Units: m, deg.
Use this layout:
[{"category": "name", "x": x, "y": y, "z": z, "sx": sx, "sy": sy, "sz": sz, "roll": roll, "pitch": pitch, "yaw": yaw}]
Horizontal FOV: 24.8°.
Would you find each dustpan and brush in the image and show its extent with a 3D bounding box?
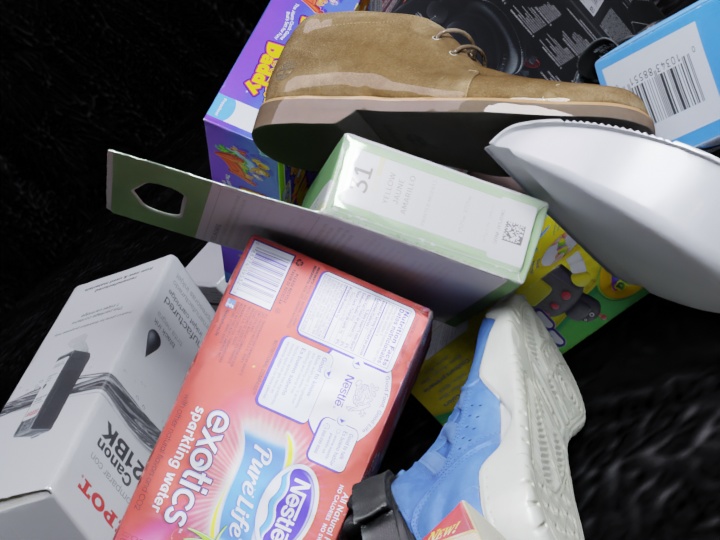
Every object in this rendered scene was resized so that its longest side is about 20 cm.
[{"category": "dustpan and brush", "x": 0.166, "y": -0.020, "z": 0.715, "sx": 0.199, "sy": 0.139, "sz": 0.058, "roll": 26, "pitch": 80, "yaw": 48}]

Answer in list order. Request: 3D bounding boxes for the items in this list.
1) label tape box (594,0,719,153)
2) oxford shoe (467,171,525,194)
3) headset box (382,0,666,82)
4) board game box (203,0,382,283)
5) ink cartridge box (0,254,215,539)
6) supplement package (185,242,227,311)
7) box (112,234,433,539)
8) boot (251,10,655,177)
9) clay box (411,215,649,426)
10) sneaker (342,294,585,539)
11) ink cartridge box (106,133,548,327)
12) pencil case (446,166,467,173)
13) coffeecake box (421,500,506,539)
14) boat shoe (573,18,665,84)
[{"category": "label tape box", "x": 0.234, "y": -0.113, "z": 0.783, "sx": 0.199, "sy": 0.064, "sz": 0.144, "roll": -16, "pitch": -5, "yaw": -34}, {"category": "oxford shoe", "x": 0.068, "y": -0.021, "z": 1.007, "sx": 0.073, "sy": 0.071, "sz": 0.200, "roll": -57, "pitch": -3, "yaw": -19}, {"category": "headset box", "x": 0.100, "y": -0.161, "z": 1.173, "sx": 0.199, "sy": 0.149, "sz": 0.075, "roll": -30, "pitch": 19, "yaw": 47}, {"category": "board game box", "x": -0.036, "y": -0.081, "z": 0.949, "sx": 0.200, "sy": 0.044, "sz": 0.135, "roll": 92, "pitch": -157, "yaw": -65}, {"category": "ink cartridge box", "x": -0.130, "y": 0.113, "z": 0.930, "sx": 0.083, "sy": 0.145, "sz": 0.201, "roll": -17, "pitch": 30, "yaw": 29}, {"category": "supplement package", "x": -0.021, "y": -0.025, "z": 1.212, "sx": 0.200, "sy": 0.111, "sz": 0.156, "roll": -49, "pitch": 14, "yaw": -12}, {"category": "box", "x": -0.046, "y": 0.099, "z": 0.804, "sx": 0.096, "sy": 0.099, "sz": 0.202, "roll": 81, "pitch": -148, "yaw": -77}, {"category": "boot", "x": 0.046, "y": -0.090, "z": 0.788, "sx": 0.198, "sy": 0.074, "sz": 0.076, "roll": 5, "pitch": 67, "yaw": 21}, {"category": "clay box", "x": 0.116, "y": -0.005, "z": 0.893, "sx": 0.199, "sy": 0.048, "sz": 0.115, "roll": -37, "pitch": 14, "yaw": 27}, {"category": "sneaker", "x": 0.044, "y": 0.092, "z": 0.765, "sx": 0.111, "sy": 0.077, "sz": 0.201, "roll": -29, "pitch": 25, "yaw": 20}, {"category": "ink cartridge box", "x": -0.023, "y": -0.031, "z": 0.803, "sx": 0.146, "sy": 0.198, "sz": 0.048, "roll": 135, "pitch": 154, "yaw": -77}, {"category": "pencil case", "x": 0.000, "y": 0.000, "z": 0.953, "sx": 0.090, "sy": 0.083, "sz": 0.202, "roll": -15, "pitch": -50, "yaw": -53}, {"category": "coffeecake box", "x": 0.001, "y": 0.200, "z": 0.595, "sx": 0.200, "sy": 0.073, "sz": 0.154, "roll": -44, "pitch": 13, "yaw": 4}, {"category": "boat shoe", "x": 0.160, "y": -0.110, "z": 1.014, "sx": 0.074, "sy": 0.066, "sz": 0.200, "roll": -17, "pitch": 30, "yaw": 44}]
